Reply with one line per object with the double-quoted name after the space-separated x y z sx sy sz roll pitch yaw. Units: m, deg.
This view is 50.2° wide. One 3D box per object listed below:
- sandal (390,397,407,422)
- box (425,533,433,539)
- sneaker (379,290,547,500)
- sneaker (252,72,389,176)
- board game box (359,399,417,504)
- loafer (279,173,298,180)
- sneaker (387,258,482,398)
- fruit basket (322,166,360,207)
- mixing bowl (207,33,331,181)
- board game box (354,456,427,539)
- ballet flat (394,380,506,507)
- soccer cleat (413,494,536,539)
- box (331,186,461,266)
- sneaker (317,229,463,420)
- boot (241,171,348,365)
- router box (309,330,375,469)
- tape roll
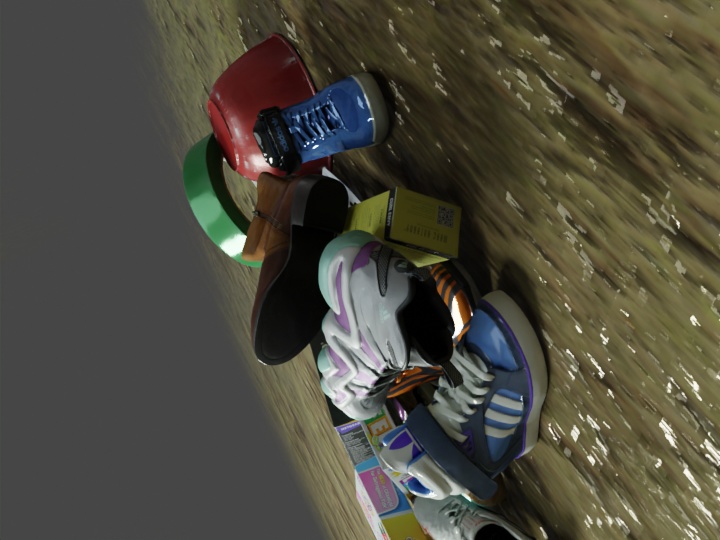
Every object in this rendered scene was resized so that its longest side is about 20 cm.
0.010 0.124 1.077 0.203 0.050 0.082 67 163 -1 "sandal"
0.130 0.446 1.079 0.075 0.050 0.200 46 159 48 "box"
0.084 0.125 0.686 0.081 0.146 0.200 47 155 48 "sneaker"
-0.050 -0.147 0.801 0.200 0.111 0.077 11 122 70 "sneaker"
0.035 0.196 0.912 0.134 0.034 0.200 61 180 31 "board game box"
-0.083 -0.071 1.024 0.200 0.075 0.070 69 177 -62 "loafer"
0.056 0.072 0.761 0.078 0.112 0.200 56 160 31 "sneaker"
0.000 0.000 0.926 0.185 0.094 0.200 47 138 48 "fruit basket"
-0.129 -0.191 0.993 0.200 0.108 0.200 57 161 32 "mixing bowl"
0.054 0.341 0.946 0.200 0.040 0.153 61 167 26 "board game box"
0.101 0.169 0.863 0.200 0.068 0.072 55 141 45 "ballet flat"
0.125 0.279 0.820 0.200 0.069 0.085 22 163 47 "soccer cleat"
0.010 -0.028 0.750 0.200 0.075 0.050 -17 62 60 "box"
0.032 0.074 0.655 0.140 0.078 0.200 27 137 38 "sneaker"
-0.095 -0.012 0.786 0.200 0.068 0.188 13 93 63 "boot"
-0.016 0.190 1.129 0.200 0.052 0.157 -112 1 -48 "router box"
-0.158 -0.104 1.080 0.200 0.048 0.201 41 -146 -36 "tape roll"
